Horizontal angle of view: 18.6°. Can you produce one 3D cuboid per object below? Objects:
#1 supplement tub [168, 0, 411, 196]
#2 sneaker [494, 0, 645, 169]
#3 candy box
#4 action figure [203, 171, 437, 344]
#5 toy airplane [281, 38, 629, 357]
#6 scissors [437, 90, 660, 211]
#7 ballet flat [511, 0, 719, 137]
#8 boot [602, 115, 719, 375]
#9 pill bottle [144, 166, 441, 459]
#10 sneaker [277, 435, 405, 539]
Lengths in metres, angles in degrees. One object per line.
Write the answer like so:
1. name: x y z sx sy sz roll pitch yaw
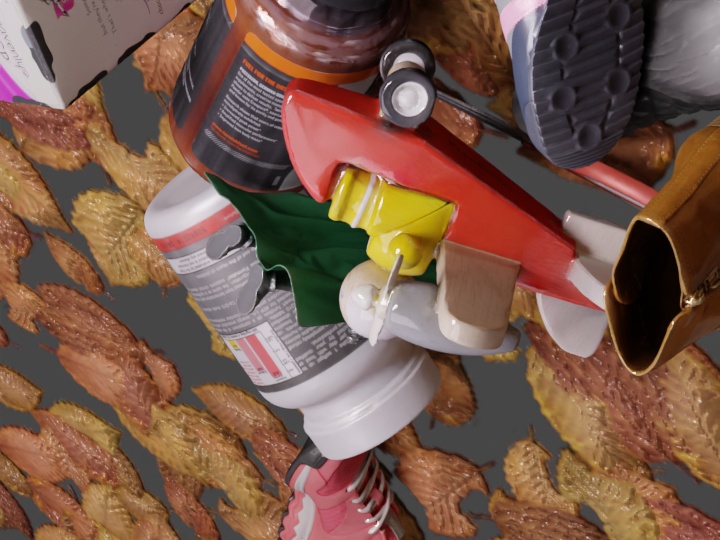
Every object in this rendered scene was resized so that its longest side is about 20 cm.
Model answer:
1. supplement tub: -0.036 -0.131 1.254 0.107 0.107 0.200 42 145 5
2. sneaker: 0.094 -0.154 1.108 0.082 0.070 0.201 30 129 60
3. candy box: -0.142 -0.200 1.211 0.061 0.200 0.137 10 133 41
4. action figure: 0.000 0.000 1.305 0.055 0.199 0.118 -47 56 31
5. toy airplane: 0.051 -0.012 1.195 0.141 0.200 0.199 -49 58 16
6. scissors: 0.103 -0.071 1.225 0.200 0.014 0.073 32 -176 24
7. ballet flat: 0.160 -0.109 1.134 0.200 0.057 0.067 -14 88 47
8. boot: 0.179 0.013 1.141 0.071 0.144 0.202 22 140 32
9. pill bottle: -0.039 0.015 1.406 0.116 0.116 0.200 -13 116 52
10. sneaker: -0.003 0.158 1.578 0.087 0.074 0.200 26 150 10
